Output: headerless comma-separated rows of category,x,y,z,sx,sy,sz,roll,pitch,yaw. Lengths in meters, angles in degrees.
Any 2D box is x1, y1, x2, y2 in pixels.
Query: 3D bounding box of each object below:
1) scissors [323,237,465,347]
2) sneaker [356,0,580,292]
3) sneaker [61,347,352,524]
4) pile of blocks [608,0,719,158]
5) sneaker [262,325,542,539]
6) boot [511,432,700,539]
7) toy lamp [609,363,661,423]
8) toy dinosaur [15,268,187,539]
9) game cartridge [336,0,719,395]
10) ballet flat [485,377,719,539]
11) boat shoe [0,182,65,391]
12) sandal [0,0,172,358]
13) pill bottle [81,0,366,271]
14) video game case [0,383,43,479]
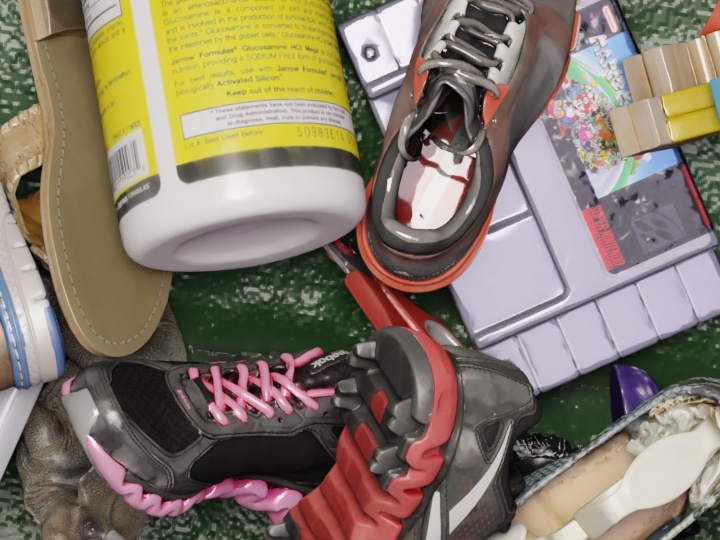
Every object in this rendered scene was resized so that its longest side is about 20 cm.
scissors,0.000,0.000,1.291,0.014,0.073,0.200,-48,63,25
sneaker,0.054,-0.088,1.234,0.077,0.082,0.200,15,83,3
sneaker,-0.048,0.062,1.221,0.095,0.200,0.079,-41,59,24
pile of blocks,0.207,-0.107,1.259,0.200,0.082,0.062,-16,87,-13
sneaker,0.019,0.110,1.213,0.098,0.071,0.201,2,129,-31
boot,0.106,0.179,1.293,0.198,0.073,0.163,31,86,-5
toy lamp,0.221,0.059,1.294,0.199,0.058,0.058,-7,93,-2
toy dinosaur,-0.126,0.061,1.282,0.102,0.077,0.200,22,61,-3
game cartridge,0.086,-0.050,1.297,0.129,0.038,0.200,-24,93,4
ballet flat,0.097,0.116,1.227,0.200,0.074,0.074,-41,93,-1
boat shoe,-0.196,-0.023,1.219,0.072,0.200,0.072,-16,136,-16
sandal,-0.142,-0.052,1.272,0.070,0.078,0.212,-21,70,39
pill bottle,-0.068,-0.108,1.238,0.112,0.112,0.201,-10,78,-1
video game case,-0.254,0.100,1.256,0.182,0.023,0.200,25,93,27
